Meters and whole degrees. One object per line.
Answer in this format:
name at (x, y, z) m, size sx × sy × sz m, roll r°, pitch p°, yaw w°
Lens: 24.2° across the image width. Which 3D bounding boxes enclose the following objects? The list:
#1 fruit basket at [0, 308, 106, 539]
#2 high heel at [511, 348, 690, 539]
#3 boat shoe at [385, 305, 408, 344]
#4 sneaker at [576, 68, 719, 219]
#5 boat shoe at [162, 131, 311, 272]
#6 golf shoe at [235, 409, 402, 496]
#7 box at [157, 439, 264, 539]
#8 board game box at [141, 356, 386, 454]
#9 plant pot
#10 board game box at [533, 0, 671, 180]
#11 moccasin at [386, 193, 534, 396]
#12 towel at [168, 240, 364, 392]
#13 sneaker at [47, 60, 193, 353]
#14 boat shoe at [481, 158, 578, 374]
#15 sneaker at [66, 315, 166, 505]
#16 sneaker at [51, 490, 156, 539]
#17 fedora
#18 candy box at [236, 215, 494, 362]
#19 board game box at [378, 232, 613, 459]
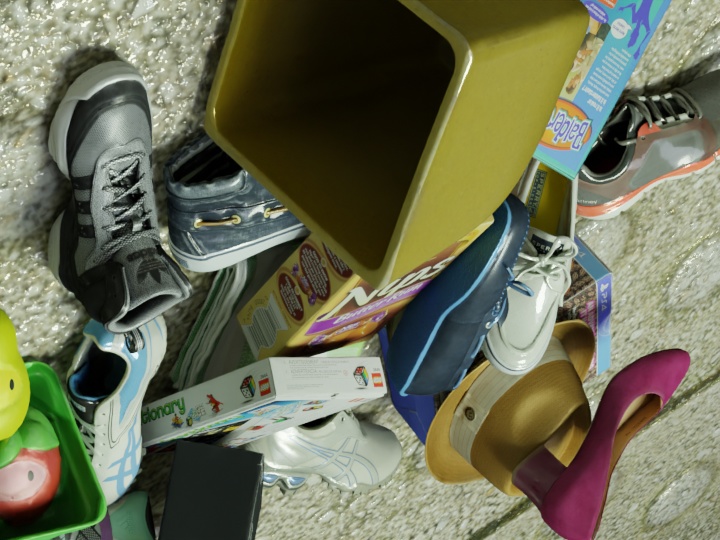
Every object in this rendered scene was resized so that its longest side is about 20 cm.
fruit basket at (-0.281, 0.120, 1.181) m, size 0.213 × 0.157 × 0.216 m, roll -23°, pitch 160°, yaw -9°
high heel at (0.229, 0.151, 1.433) m, size 0.200 × 0.096 × 0.068 m, roll -40°, pitch 142°, yaw -11°
boat shoe at (0.059, -0.019, 1.371) m, size 0.062 × 0.074 × 0.203 m, roll 5°, pitch 123°, yaw -9°
sneaker at (0.265, -0.125, 1.496) m, size 0.199 × 0.077 × 0.082 m, roll -37°, pitch 141°, yaw -6°
boat shoe at (-0.052, -0.074, 1.233) m, size 0.199 × 0.071 × 0.091 m, roll -27°, pitch 145°, yaw -20°
golf shoe at (-0.022, 0.149, 1.531) m, size 0.199 × 0.078 × 0.098 m, roll 2°, pitch 123°, yaw -48°
box at (-0.127, 0.236, 1.402) m, size 0.078 × 0.143 × 0.200 m, roll 12°, pitch 160°, yaw 0°
board game box at (-0.092, 0.110, 1.353) m, size 0.199 × 0.035 × 0.125 m, roll -22°, pitch 163°, yaw 40°
plant pot at (0.043, -0.141, 1.149) m, size 0.199 × 0.194 × 0.197 m, roll -21°, pitch 143°, yaw -42°
board game box at (0.166, -0.185, 1.305) m, size 0.152 × 0.045 × 0.202 m, roll 22°, pitch 99°, yaw -54°
moccasin at (0.085, 0.017, 1.326) m, size 0.067 × 0.081 × 0.201 m, roll 8°, pitch 134°, yaw -27°
towel at (-0.053, 0.038, 1.404) m, size 0.198 × 0.031 × 0.150 m, roll -5°, pitch 134°, yaw -42°
sneaker at (-0.156, -0.037, 1.131) m, size 0.075 × 0.114 × 0.201 m, roll -18°, pitch 141°, yaw -31°
boat shoe at (0.150, -0.015, 1.405) m, size 0.086 × 0.074 × 0.204 m, roll 150°, pitch -45°, yaw -75°
sneaker at (-0.201, 0.106, 1.295) m, size 0.072 × 0.072 × 0.202 m, roll -18°, pitch 138°, yaw -39°
sneaker at (-0.243, 0.241, 1.427) m, size 0.138 × 0.079 × 0.201 m, roll -9°, pitch 155°, yaw -9°
fedora at (0.151, 0.137, 1.497) m, size 0.199 × 0.082 × 0.202 m, roll -27°, pitch 145°, yaw -21°
candy box at (0.000, 0.000, 1.284) m, size 0.116 × 0.057 × 0.200 m, roll -15°, pitch 159°, yaw -37°
board game box at (0.128, 0.066, 1.558) m, size 0.199 × 0.097 × 0.160 m, roll -31°, pitch 146°, yaw -14°
